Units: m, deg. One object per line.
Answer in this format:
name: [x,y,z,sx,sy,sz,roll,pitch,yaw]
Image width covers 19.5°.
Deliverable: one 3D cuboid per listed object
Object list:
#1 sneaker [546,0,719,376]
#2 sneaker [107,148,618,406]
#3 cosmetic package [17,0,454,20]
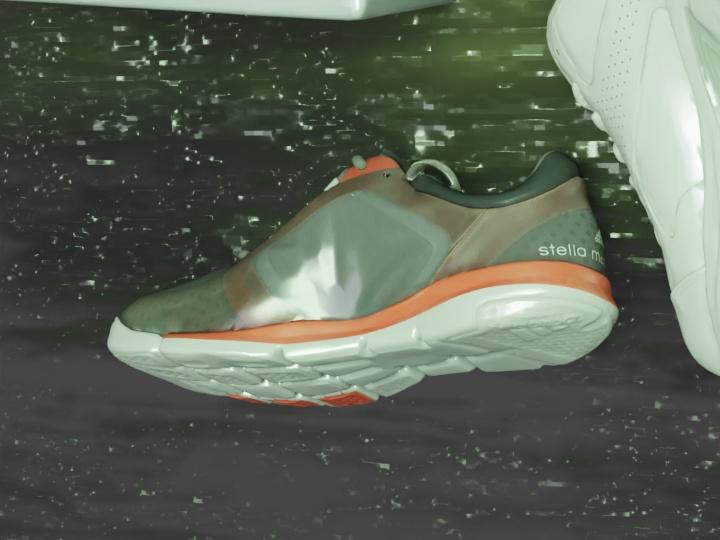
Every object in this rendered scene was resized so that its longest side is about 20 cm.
sneaker: [0.111,-0.060,0.713,0.099,0.078,0.200,12,116,49]
sneaker: [0.000,0.000,0.774,0.200,0.077,0.082,-8,70,23]
cosmetic package: [-0.071,-0.131,0.750,0.200,0.102,0.074,7,102,20]
